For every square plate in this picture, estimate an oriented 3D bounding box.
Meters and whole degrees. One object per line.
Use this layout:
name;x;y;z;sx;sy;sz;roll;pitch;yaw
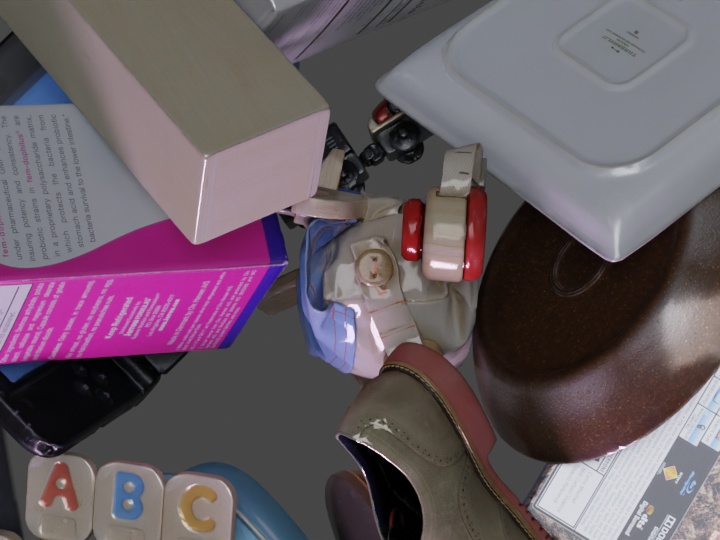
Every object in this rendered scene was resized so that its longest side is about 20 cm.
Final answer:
square plate;0.138;-0.112;1.356;0.198;0.029;0.200;-36;49;-18

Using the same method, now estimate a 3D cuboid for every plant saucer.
plant saucer;0.124;0.002;1.345;0.037;0.200;0.201;33;86;-33

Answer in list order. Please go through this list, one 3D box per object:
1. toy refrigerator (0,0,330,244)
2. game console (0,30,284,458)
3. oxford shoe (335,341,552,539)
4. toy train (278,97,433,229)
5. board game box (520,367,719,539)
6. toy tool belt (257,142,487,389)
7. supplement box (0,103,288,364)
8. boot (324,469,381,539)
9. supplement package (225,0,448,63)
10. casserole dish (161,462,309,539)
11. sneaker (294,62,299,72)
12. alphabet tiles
toy refrigerator;-0.105;-0.108;1.299;0.076;0.070;0.200;-24;56;-29
game console;-0.171;-0.025;1.396;0.200;0.176;0.116;44;116;6
oxford shoe;0.045;0.136;1.309;0.075;0.070;0.201;-41;112;-30
toy train;0.033;-0.092;1.433;0.199;0.034;0.046;-33;73;-1
board game box;0.205;0.116;1.371;0.199;0.097;0.160;32;86;5
toy tool belt;0.000;0.000;1.342;0.122;0.200;0.126;4;76;0
supplement box;-0.154;-0.019;1.327;0.199;0.103;0.102;-2;63;-25
boot;0.059;0.179;1.397;0.075;0.074;0.200;-36;84;-26
supplement package;-0.010;-0.195;1.362;0.199;0.120;0.122;-25;82;-28
casserole dish;-0.066;0.197;1.404;0.121;0.039;0.200;-39;85;-1
sneaker;-0.108;-0.167;1.437;0.082;0.073;0.200;-36;85;24
alphabet tiles;-0.128;0.199;1.383;0.199;0.015;0.197;7;99;17
